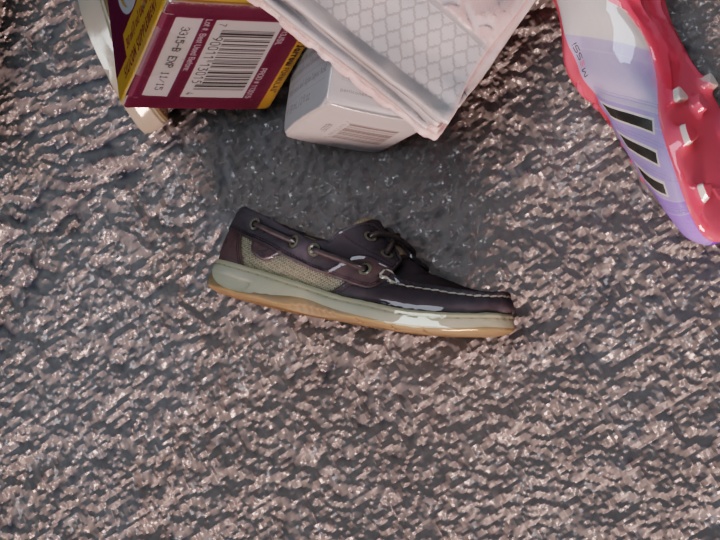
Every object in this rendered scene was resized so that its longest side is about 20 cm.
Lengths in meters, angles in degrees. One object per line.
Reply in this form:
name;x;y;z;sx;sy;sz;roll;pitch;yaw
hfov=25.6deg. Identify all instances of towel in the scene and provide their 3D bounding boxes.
towel;0.017;-0.206;0.894;0.199;0.032;0.192;35;76;-12

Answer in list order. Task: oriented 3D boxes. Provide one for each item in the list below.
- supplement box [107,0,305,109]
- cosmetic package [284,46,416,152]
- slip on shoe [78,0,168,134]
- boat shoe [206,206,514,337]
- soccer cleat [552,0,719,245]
supplement box;-0.097;-0.217;0.970;0.102;0.131;0.201;-1;67;-21
cosmetic package;0.010;-0.181;0.957;0.073;0.102;0.202;9;81;-17
slip on shoe;-0.151;-0.189;1.046;0.060;0.076;0.201;-19;67;5
boat shoe;0.000;0.000;0.952;0.199;0.072;0.065;9;88;27
soccer cleat;0.162;-0.103;0.924;0.076;0.066;0.201;-30;74;43
